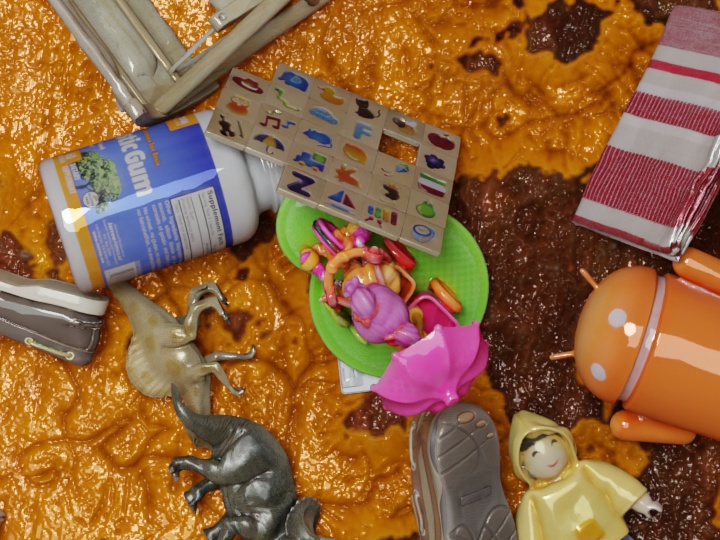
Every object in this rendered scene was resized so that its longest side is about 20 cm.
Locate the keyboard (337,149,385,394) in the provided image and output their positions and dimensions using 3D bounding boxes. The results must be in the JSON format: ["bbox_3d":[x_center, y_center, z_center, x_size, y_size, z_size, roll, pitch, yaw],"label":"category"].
[{"bbox_3d":[0.000,0.000,1.296,0.056,0.011,0.202,-7,89,-3],"label":"keyboard"}]

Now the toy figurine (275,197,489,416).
[{"bbox_3d":[0.026,0.028,1.172,0.150,0.184,0.200,-44,108,7],"label":"toy figurine"}]

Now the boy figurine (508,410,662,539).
[{"bbox_3d":[0.182,0.202,1.254,0.123,0.064,0.202,-24,91,4],"label":"boy figurine"}]

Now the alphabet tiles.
[{"bbox_3d":[-0.020,-0.096,1.221,0.198,0.168,0.008,21,127,-5],"label":"alphabet tiles"}]

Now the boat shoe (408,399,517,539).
[{"bbox_3d":[0.079,0.195,1.258,0.075,0.072,0.202,-10,106,-26],"label":"boat shoe"}]

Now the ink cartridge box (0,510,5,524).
[{"bbox_3d":[-0.417,0.199,1.271,0.200,0.084,0.146,40,91,3],"label":"ink cartridge box"}]

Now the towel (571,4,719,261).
[{"bbox_3d":[0.250,-0.114,1.227,0.023,0.144,0.201,27,90,-29],"label":"towel"}]

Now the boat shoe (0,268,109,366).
[{"bbox_3d":[-0.308,0.027,1.279,0.198,0.072,0.060,14,96,4],"label":"boat shoe"}]

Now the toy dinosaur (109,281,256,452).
[{"bbox_3d":[-0.154,0.053,1.277,0.101,0.058,0.201,-33,87,3],"label":"toy dinosaur"}]

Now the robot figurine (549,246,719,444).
[{"bbox_3d":[0.255,0.068,1.228,0.198,0.144,0.117,19,61,3],"label":"robot figurine"}]

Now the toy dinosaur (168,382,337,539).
[{"bbox_3d":[-0.093,0.174,1.269,0.102,0.077,0.201,-28,87,-8],"label":"toy dinosaur"}]

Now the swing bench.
[{"bbox_3d":[-0.156,-0.252,1.253,0.199,0.130,0.200,-36,88,7],"label":"swing bench"}]

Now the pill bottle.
[{"bbox_3d":[-0.148,-0.064,1.245,0.198,0.112,0.113,-19,88,-10],"label":"pill bottle"}]
